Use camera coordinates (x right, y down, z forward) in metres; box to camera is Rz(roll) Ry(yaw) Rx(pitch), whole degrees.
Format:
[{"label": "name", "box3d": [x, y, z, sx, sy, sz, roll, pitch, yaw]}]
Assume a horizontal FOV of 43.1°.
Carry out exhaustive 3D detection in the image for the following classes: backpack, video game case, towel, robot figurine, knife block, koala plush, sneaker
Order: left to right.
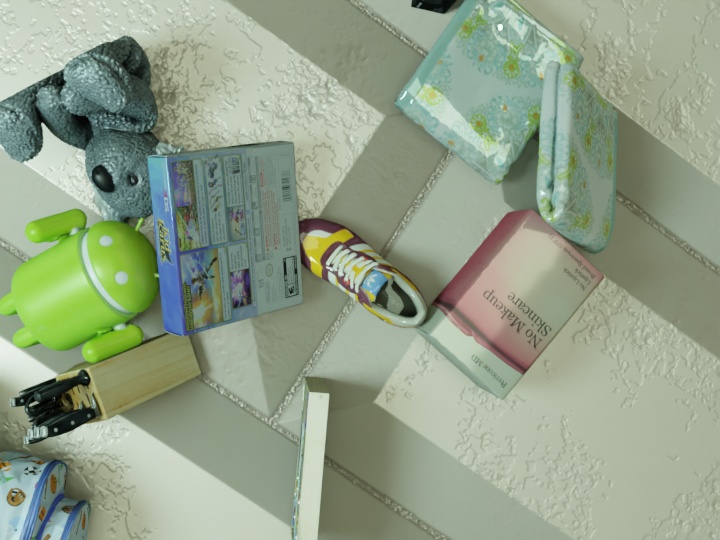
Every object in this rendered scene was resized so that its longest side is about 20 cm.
[{"label": "backpack", "box3d": [-0.393, 0.306, 1.041, 0.152, 0.200, 0.193, 7, 83, -13]}, {"label": "robot figurine", "box3d": [-0.320, 0.018, 1.060, 0.199, 0.116, 0.177, -26, 88, 12]}, {"label": "knife block", "box3d": [-0.291, 0.134, 1.049, 0.198, 0.176, 0.065, -19, 95, -6]}, {"label": "koala plush", "box3d": [-0.283, -0.150, 1.061, 0.176, 0.184, 0.201, -22, 108, 21]}, {"label": "video game case", "box3d": [-0.152, -0.042, 1.062, 0.180, 0.045, 0.202, -14, 106, -44]}, {"label": "sneaker", "box3d": [0.000, 0.000, 1.123, 0.199, 0.090, 0.075, 32, 88, -6]}, {"label": "towel", "box3d": [0.164, -0.240, 1.152, 0.171, 0.048, 0.201, 36, 87, -5]}, {"label": "towel", "box3d": [0.264, -0.135, 1.111, 0.048, 0.171, 0.202, -3, 77, 35]}]

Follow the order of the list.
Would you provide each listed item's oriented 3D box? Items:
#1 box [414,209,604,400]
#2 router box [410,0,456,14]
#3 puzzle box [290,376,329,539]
[{"label": "box", "box3d": [0.182, 0.040, 1.136, 0.128, 0.109, 0.200, 40, 86, -7]}, {"label": "router box", "box3d": [0.113, -0.404, 1.074, 0.051, 0.200, 0.151, 10, 89, -9]}, {"label": "puzzle box", "box3d": [-0.062, 0.237, 1.099, 0.025, 0.133, 0.202, 5, 90, -7]}]
